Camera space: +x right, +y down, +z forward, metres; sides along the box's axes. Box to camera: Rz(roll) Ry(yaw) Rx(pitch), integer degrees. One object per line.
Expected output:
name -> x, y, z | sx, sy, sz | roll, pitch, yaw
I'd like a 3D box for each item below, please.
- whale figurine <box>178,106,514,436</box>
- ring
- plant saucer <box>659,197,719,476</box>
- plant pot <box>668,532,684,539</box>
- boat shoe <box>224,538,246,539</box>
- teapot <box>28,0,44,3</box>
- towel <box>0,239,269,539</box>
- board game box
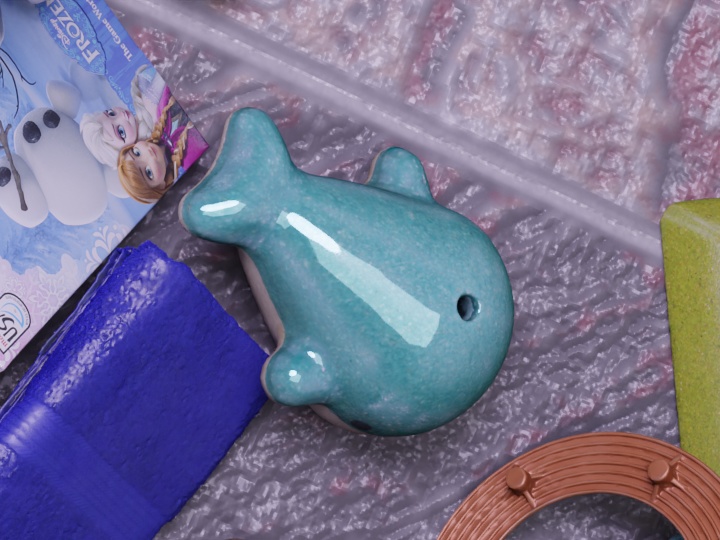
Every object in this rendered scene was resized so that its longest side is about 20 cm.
whale figurine -> 0.000, 0.000, 1.377 | 0.200, 0.104, 0.159 | 44, 63, -29
ring -> 0.114, 0.175, 1.399 | 0.201, 0.200, 0.019 | -57, 144, -9
plant saucer -> 0.277, 0.053, 1.503 | 0.199, 0.048, 0.201 | -5, 90, -15
plant pot -> 0.226, 0.253, 1.417 | 0.161, 0.200, 0.201 | 39, 80, -27
boat shoe -> -0.106, 0.232, 1.396 | 0.200, 0.072, 0.076 | -48, 115, -3
teapot -> -0.194, -0.185, 1.191 | 0.200, 0.197, 0.146 | -33, 83, -43
towel -> -0.139, 0.092, 1.367 | 0.200, 0.049, 0.148 | -50, 143, -10
board game box -> -0.192, -0.081, 1.322 | 0.200, 0.043, 0.199 | 54, 47, -16
